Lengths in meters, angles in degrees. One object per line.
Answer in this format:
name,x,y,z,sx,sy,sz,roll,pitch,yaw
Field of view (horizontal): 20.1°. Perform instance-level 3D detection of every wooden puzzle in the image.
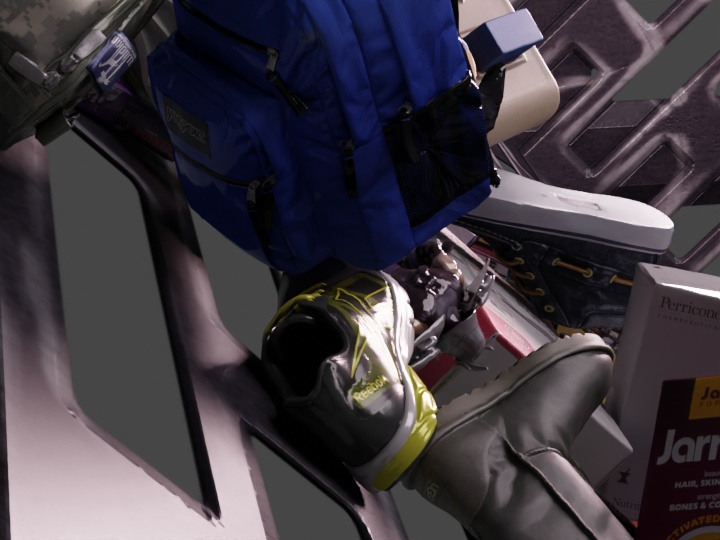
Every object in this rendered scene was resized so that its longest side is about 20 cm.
wooden puzzle,0.056,-0.181,1.424,0.185,0.046,0.200,-26,89,-48

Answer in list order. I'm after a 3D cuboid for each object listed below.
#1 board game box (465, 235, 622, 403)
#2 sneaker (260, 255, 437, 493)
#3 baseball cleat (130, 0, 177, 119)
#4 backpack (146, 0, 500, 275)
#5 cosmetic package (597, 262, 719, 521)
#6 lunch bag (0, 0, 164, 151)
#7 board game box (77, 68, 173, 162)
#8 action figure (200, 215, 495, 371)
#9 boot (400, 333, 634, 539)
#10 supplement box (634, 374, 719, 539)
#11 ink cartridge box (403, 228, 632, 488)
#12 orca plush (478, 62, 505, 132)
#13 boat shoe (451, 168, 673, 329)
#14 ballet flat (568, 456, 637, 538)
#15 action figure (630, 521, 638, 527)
board game box,0.145,0.056,1.525,0.200,0.135,0.035,46,10,-4
sneaker,-0.016,0.035,1.116,0.085,0.074,0.200,39,12,-30
baseball cleat,-0.118,-0.146,1.288,0.200,0.070,0.106,53,6,19
backpack,-0.026,-0.111,1.120,0.162,0.168,0.200,31,-35,38
cosmetic package,0.225,0.105,1.393,0.113,0.200,0.081,10,13,-2
lunch bag,-0.196,-0.161,1.013,0.200,0.139,0.168,43,28,-8
board game box,-0.191,-0.159,1.309,0.120,0.032,0.200,38,12,-52
action figure,0.000,0.000,1.260,0.200,0.069,0.130,37,32,8
boot,0.133,0.143,1.140,0.200,0.182,0.073,43,-35,27
supplement box,0.227,0.165,1.191,0.086,0.110,0.200,38,55,-39
ink cartridge box,0.083,0.062,1.387,0.146,0.083,0.200,40,11,-27
orca plush,0.006,-0.139,1.310,0.200,0.105,0.071,0,47,-31
boat shoe,0.121,-0.012,1.433,0.200,0.091,0.071,12,20,-20
ballet flat,0.131,0.154,1.230,0.200,0.072,0.072,44,10,-16
action figure,0.210,0.222,1.310,0.200,0.065,0.052,38,36,13
